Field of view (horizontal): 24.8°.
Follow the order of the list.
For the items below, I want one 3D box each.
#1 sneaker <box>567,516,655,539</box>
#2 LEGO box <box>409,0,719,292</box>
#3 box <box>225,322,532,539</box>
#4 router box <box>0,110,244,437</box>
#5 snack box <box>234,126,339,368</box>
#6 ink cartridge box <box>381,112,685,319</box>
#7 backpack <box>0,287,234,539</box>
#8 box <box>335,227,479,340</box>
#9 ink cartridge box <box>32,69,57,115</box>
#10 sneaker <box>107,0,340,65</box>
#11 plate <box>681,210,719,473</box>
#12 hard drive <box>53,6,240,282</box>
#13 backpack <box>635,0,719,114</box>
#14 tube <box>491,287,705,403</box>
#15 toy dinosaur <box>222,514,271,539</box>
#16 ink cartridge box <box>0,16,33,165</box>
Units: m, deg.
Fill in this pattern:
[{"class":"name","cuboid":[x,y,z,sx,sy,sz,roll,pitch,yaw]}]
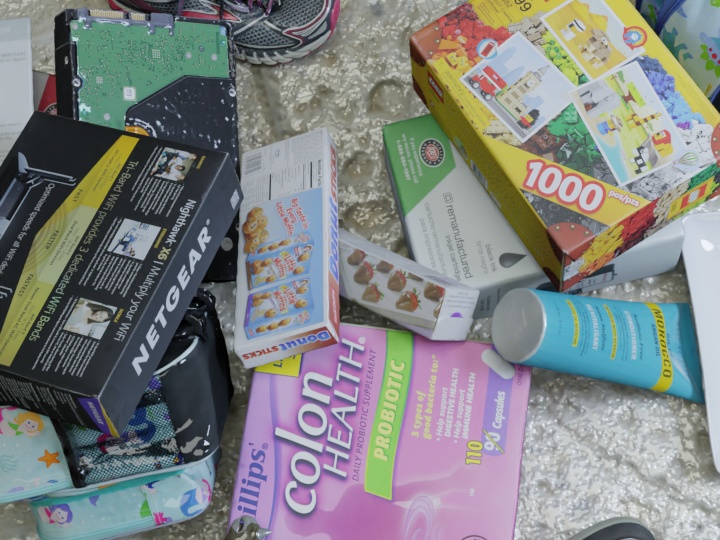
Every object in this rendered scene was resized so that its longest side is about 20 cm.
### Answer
[{"class":"sneaker","cuboid":[0.146,0.262,1.111,0.075,0.106,0.200,44,86,-19]},{"class":"LEGO box","cuboid":[0.148,-0.110,1.156,0.148,0.077,0.201,-31,69,-8]},{"class":"box","cuboid":[0.016,0.137,1.170,0.198,0.097,0.177,7,74,6]},{"class":"router box","cuboid":[-0.189,-0.003,1.083,0.156,0.052,0.201,14,59,20]},{"class":"snack box","cuboid":[-0.053,-0.021,1.178,0.071,0.024,0.201,-16,45,14]},{"class":"ink cartridge box","cuboid":[0.128,-0.055,1.227,0.198,0.083,0.148,-14,73,-1]},{"class":"backpack","cuboid":[-0.191,0.105,1.148,0.198,0.178,0.152,-9,103,1]},{"class":"box","cuboid":[0.000,0.000,1.187,0.199,0.041,0.039,25,102,41]},{"class":"ink cartridge box","cuboid":[-0.303,-0.084,1.260,0.198,0.083,0.147,13,76,7]},{"class":"sneaker","cuboid":[-0.115,-0.218,1.294,0.198,0.075,0.081,10,74,5]},{"class":"plate","cuboid":[0.345,0.048,1.212,0.198,0.032,0.201,-6,72,2]},{"class":"hard drive","cuboid":[-0.158,-0.091,1.225,0.139,0.038,0.202,-1,86,-33]},{"class":"backpack","cuboid":[0.291,-0.185,1.197,0.182,0.200,0.148,-29,74,-5]},{"class":"tube","cuboid":[0.178,0.050,1.164,0.050,0.199,0.078,-16,71,45]},{"class":"toy dinosaur","cuboid":[-0.118,0.258,1.103,0.102,0.077,0.201,19,114,7]},{"class":"ink cartridge box","cuboid":[-0.329,-0.087,1.196,0.198,0.044,0.175,-6,74,1]}]
